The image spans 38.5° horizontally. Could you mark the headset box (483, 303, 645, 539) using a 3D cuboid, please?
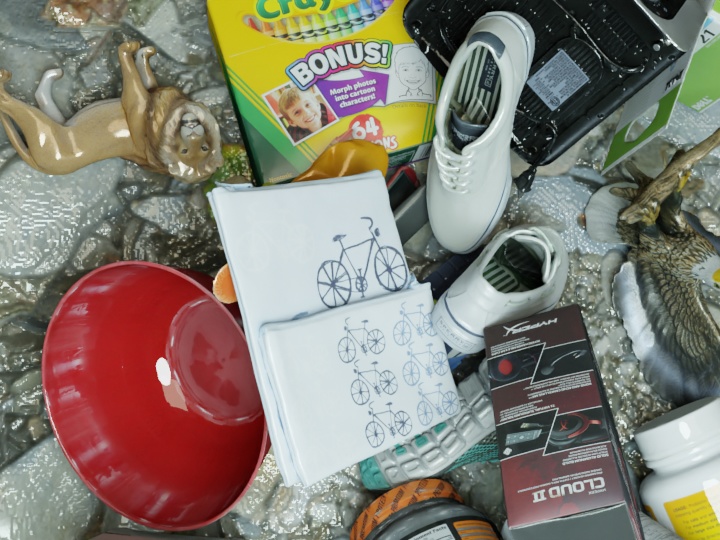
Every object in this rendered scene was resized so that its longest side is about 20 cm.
[{"bbox_3d":[0.143,0.147,0.691,0.074,0.149,0.201,-16,36,12],"label":"headset box"}]

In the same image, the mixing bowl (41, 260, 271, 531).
[{"bbox_3d":[-0.132,0.081,0.787,0.198,0.108,0.203,6,104,24],"label":"mixing bowl"}]

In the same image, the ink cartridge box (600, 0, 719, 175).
[{"bbox_3d":[0.293,-0.172,0.882,0.075,0.148,0.202,24,78,-4],"label":"ink cartridge box"}]

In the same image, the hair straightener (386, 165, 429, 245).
[{"bbox_3d":[0.000,0.000,0.855,0.200,0.041,0.077,-45,45,-12],"label":"hair straightener"}]

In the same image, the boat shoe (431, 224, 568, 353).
[{"bbox_3d":[0.129,0.002,0.809,0.073,0.067,0.200,43,37,5],"label":"boat shoe"}]

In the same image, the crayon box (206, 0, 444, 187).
[{"bbox_3d":[-0.015,-0.170,0.896,0.198,0.058,0.174,-16,80,-9],"label":"crayon box"}]

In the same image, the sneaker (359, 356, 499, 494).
[{"bbox_3d":[0.094,0.132,0.837,0.199,0.091,0.078,-31,40,9],"label":"sneaker"}]

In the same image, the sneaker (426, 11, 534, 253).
[{"bbox_3d":[0.080,-0.098,0.795,0.072,0.202,0.071,22,33,24],"label":"sneaker"}]

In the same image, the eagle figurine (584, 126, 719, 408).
[{"bbox_3d":[0.285,0.004,0.872,0.151,0.151,0.201,-22,116,29],"label":"eagle figurine"}]

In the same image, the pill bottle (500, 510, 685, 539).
[{"bbox_3d":[0.203,0.240,0.768,0.199,0.109,0.109,28,74,39],"label":"pill bottle"}]

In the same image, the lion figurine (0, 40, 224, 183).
[{"bbox_3d":[-0.218,-0.119,0.868,0.198,0.072,0.124,-12,92,6],"label":"lion figurine"}]

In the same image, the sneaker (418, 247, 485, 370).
[{"bbox_3d":[0.070,0.043,0.859,0.199,0.083,0.074,-21,62,-28],"label":"sneaker"}]

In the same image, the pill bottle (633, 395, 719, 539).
[{"bbox_3d":[0.295,0.208,0.822,0.108,0.109,0.202,-22,82,-10],"label":"pill bottle"}]

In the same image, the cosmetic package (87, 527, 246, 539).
[{"bbox_3d":[-0.140,0.231,0.728,0.111,0.200,0.082,6,78,-5],"label":"cosmetic package"}]

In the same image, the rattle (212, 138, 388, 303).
[{"bbox_3d":[-0.033,-0.028,0.756,0.141,0.200,0.132,-14,93,-1],"label":"rattle"}]

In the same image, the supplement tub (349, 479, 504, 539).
[{"bbox_3d":[0.071,0.259,0.748,0.121,0.123,0.201,-21,45,-9],"label":"supplement tub"}]

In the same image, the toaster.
[{"bbox_3d":[0.149,-0.199,0.824,0.181,0.200,0.119,47,46,-2],"label":"toaster"}]

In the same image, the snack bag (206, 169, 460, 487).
[{"bbox_3d":[-0.010,0.027,0.715,0.188,0.021,0.202,-12,86,-50],"label":"snack bag"}]
